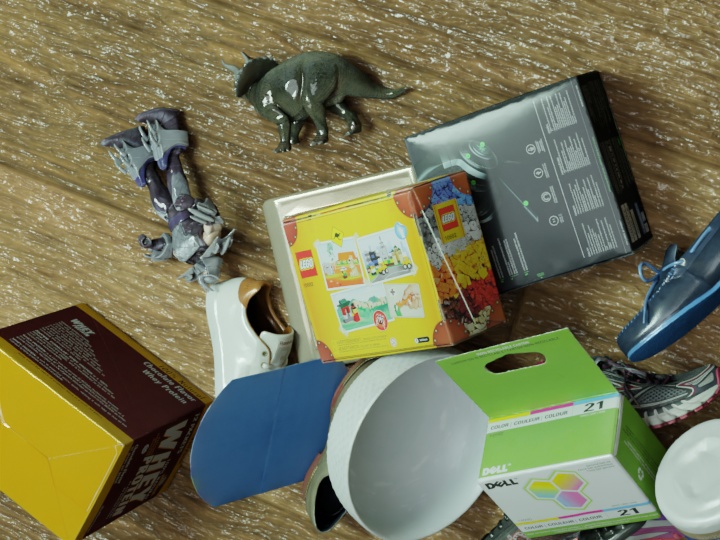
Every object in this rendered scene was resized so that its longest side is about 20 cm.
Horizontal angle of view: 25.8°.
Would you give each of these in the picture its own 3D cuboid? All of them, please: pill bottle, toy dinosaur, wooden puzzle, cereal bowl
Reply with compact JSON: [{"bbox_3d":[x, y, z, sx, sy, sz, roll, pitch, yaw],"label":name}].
[{"bbox_3d":[0.363,0.231,1.427,0.110,0.112,0.200,-31,126,23],"label":"pill bottle"},{"bbox_3d":[-0.054,-0.180,1.592,0.198,0.077,0.104,-7,103,26],"label":"toy dinosaur"},{"bbox_3d":[0.000,0.000,1.621,0.198,0.037,0.187,-12,95,24],"label":"wooden puzzle"},{"bbox_3d":[0.045,0.162,1.562,0.083,0.198,0.203,29,112,50],"label":"cereal bowl"}]

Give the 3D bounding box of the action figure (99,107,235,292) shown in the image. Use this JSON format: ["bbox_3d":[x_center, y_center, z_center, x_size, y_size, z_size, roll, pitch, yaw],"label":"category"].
[{"bbox_3d":[-0.198,-0.067,1.669,0.130,0.069,0.202,-34,76,41],"label":"action figure"}]

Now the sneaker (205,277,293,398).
[{"bbox_3d":[-0.106,0.107,1.657,0.084,0.073,0.203,-10,94,34],"label":"sneaker"}]

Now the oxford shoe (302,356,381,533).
[{"bbox_3d":[-0.004,0.182,1.622,0.070,0.075,0.202,15,111,-10],"label":"oxford shoe"}]

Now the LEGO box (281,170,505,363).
[{"bbox_3d":[0.028,0.000,1.509,0.199,0.077,0.151,-11,96,50],"label":"LEGO box"}]

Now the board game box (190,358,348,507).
[{"bbox_3d":[-0.100,0.156,1.619,0.039,0.198,0.160,39,128,40],"label":"board game box"}]

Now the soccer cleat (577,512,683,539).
[{"bbox_3d":[0.292,0.235,1.497,0.199,0.068,0.074,-36,102,-3],"label":"soccer cleat"}]

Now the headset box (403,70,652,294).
[{"bbox_3d":[0.156,-0.076,1.513,0.198,0.093,0.176,-19,92,24],"label":"headset box"}]

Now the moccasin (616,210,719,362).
[{"bbox_3d":[0.314,0.002,1.479,0.200,0.080,0.068,-43,67,6],"label":"moccasin"}]

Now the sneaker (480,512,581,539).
[{"bbox_3d":[0.165,0.262,1.579,0.199,0.071,0.099,-25,89,22],"label":"sneaker"}]

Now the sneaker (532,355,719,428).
[{"bbox_3d":[0.251,0.116,1.514,0.198,0.080,0.076,-11,93,24],"label":"sneaker"}]

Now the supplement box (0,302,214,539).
[{"bbox_3d":[-0.302,0.158,1.682,0.196,0.200,0.134,35,110,13],"label":"supplement box"}]

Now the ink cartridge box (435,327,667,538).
[{"bbox_3d":[0.171,0.153,1.439,0.147,0.076,0.200,-16,133,33],"label":"ink cartridge box"}]
